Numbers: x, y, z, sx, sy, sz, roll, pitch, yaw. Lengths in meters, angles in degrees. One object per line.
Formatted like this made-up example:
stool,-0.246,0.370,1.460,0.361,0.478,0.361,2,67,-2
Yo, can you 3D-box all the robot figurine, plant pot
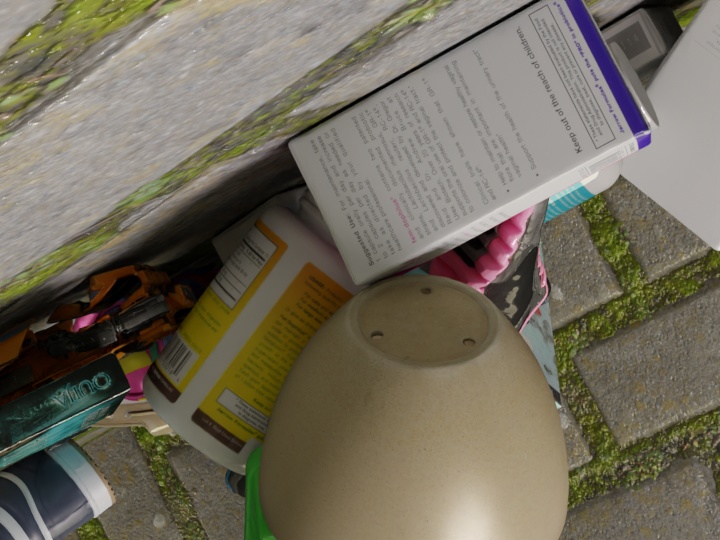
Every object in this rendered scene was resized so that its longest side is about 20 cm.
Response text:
robot figurine,-0.209,0.052,1.127,0.198,0.059,0.145,-27,177,4
plant pot,0.036,0.084,0.984,0.199,0.200,0.136,-25,134,-32

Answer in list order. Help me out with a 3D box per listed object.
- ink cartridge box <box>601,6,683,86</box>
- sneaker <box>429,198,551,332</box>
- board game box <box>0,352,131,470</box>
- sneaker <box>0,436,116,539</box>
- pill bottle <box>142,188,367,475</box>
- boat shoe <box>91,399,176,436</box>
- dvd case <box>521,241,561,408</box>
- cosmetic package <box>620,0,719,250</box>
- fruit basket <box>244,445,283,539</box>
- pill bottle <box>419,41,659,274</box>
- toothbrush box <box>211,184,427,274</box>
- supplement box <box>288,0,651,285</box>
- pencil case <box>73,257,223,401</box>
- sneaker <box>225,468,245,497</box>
ink cartridge box,0.177,-0.147,1.314,0.199,0.045,0.176,-29,176,25
sneaker,0.098,-0.002,1.125,0.094,0.079,0.201,-8,137,-30
board game box,-0.227,0.108,1.088,0.134,0.028,0.200,-26,176,-15
sneaker,-0.283,0.155,1.228,0.108,0.071,0.199,-39,-138,-23
pill bottle,-0.054,0.033,1.107,0.201,0.109,0.109,-53,175,3
boat shoe,-0.165,0.100,1.352,0.197,0.069,0.075,5,-161,-1
dvd case,0.106,0.001,1.292,0.022,0.146,0.202,-28,-140,28
cosmetic package,0.306,-0.141,1.231,0.201,0.123,0.199,-58,165,21
fruit basket,0.020,0.173,1.085,0.212,0.158,0.216,3,-162,-1
pill bottle,0.113,-0.086,1.161,0.198,0.112,0.111,-28,177,18
toothbrush box,0.000,0.000,1.264,0.085,0.148,0.199,-31,174,40
supplement box,0.070,-0.078,0.996,0.198,0.104,0.101,-29,175,9
pencil case,-0.139,0.038,1.301,0.088,0.089,0.199,-29,176,31
sneaker,-0.004,0.126,1.187,0.198,0.083,0.073,-26,177,-8
